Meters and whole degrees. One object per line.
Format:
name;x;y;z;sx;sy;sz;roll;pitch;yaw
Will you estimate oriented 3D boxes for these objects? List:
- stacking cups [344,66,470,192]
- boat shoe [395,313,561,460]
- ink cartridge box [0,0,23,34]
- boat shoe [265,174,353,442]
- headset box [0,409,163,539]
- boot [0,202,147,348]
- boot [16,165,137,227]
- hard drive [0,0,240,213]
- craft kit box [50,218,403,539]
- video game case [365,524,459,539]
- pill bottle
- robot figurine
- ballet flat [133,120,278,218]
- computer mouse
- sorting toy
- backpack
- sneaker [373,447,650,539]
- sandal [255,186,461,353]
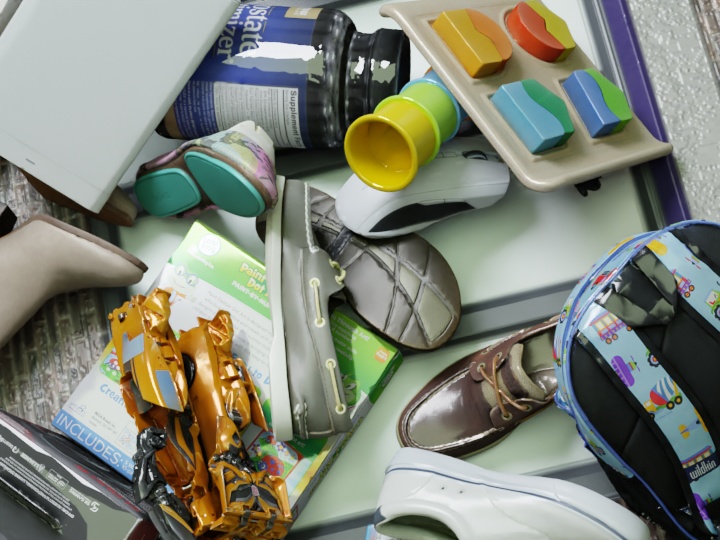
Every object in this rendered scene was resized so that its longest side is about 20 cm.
stacking cups;0.063;-0.124;1.040;0.060;0.061;0.200;32;39;14
boat shoe;0.115;0.079;1.018;0.199;0.072;0.072;-25;72;-1
ink cartridge box;-0.230;-0.279;1.103;0.129;0.200;0.125;52;123;16
boat shoe;-0.040;0.026;1.013;0.060;0.072;0.203;-2;73;-4
headset box;-0.209;0.172;0.965;0.149;0.200;0.077;32;80;15
boot;-0.282;0.025;1.074;0.199;0.070;0.147;18;70;25
boot;-0.246;-0.136;1.133;0.199;0.070;0.147;25;69;5
hard drive;-0.199;-0.158;1.022;0.132;0.026;0.200;32;107;-17
craft kit box;-0.102;0.093;1.058;0.200;0.049;0.198;33;83;15
video game case;0.093;0.270;0.994;0.199;0.018;0.144;7;74;9
pill bottle;-0.063;-0.154;1.088;0.199;0.112;0.112;4;74;8
robot figurine;-0.110;0.115;0.959;0.058;0.145;0.201;-35;59;23
ballet flat;-0.107;-0.079;1.045;0.071;0.200;0.069;-43;110;-26
computer mouse;0.077;-0.078;1.053;0.199;0.044;0.110;-18;51;-10
sorting toy;0.133;-0.149;1.042;0.200;0.185;0.037;51;130;19
backpack;0.214;0.062;0.935;0.183;0.135;0.200;-47;111;-4
sneaker;0.104;0.188;0.979;0.199;0.073;0.071;10;56;23
sandal;0.000;0.000;1.070;0.200;0.055;0.082;29;73;29
